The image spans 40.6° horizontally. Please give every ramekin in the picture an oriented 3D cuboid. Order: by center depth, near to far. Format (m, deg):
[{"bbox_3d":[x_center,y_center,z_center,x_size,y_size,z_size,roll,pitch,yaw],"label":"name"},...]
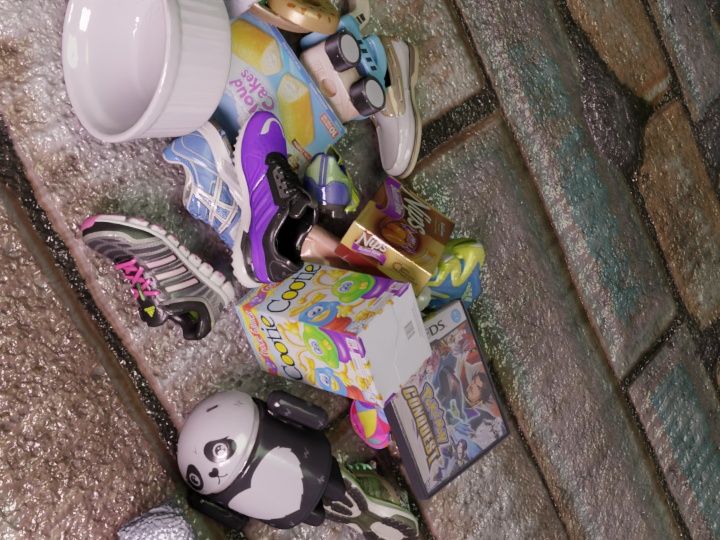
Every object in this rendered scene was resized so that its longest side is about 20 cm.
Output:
[{"bbox_3d":[-0.225,-0.237,1.036,0.097,0.199,0.204,-4,87,-48],"label":"ramekin"}]

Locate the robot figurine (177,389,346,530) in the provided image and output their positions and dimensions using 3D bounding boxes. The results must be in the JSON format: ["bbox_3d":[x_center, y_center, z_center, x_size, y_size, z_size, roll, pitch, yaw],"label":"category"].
[{"bbox_3d":[-0.112,0.219,1.106,0.199,0.124,0.152,32,67,-26],"label":"robot figurine"}]

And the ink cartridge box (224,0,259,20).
[{"bbox_3d":[-0.202,-0.360,1.065,0.200,0.199,0.041,51,57,-23],"label":"ink cartridge box"}]

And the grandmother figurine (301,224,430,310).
[{"bbox_3d":[0.000,0.000,1.234,0.198,0.061,0.122,27,59,-12],"label":"grandmother figurine"}]

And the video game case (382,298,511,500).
[{"bbox_3d":[0.104,0.162,1.257,0.180,0.025,0.202,-27,99,-40],"label":"video game case"}]

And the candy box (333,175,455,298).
[{"bbox_3d":[0.049,-0.042,1.241,0.116,0.057,0.200,35,27,0],"label":"candy box"}]

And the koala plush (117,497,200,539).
[{"bbox_3d":[-0.237,0.349,0.991,0.199,0.184,0.179,-33,96,-16],"label":"koala plush"}]

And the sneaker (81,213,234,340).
[{"bbox_3d":[-0.227,0.013,1.075,0.199,0.073,0.088,37,56,-36],"label":"sneaker"}]

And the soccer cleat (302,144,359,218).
[{"bbox_3d":[-0.033,-0.111,1.193,0.064,0.200,0.085,5,98,3],"label":"soccer cleat"}]

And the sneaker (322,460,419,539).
[{"bbox_3d":[-0.005,0.277,1.247,0.200,0.077,0.089,42,29,-27],"label":"sneaker"}]

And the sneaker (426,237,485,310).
[{"bbox_3d":[0.100,0.030,1.349,0.198,0.075,0.107,-21,109,-29],"label":"sneaker"}]

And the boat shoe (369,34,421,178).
[{"bbox_3d":[0.038,-0.226,1.336,0.068,0.074,0.203,11,69,-34],"label":"boat shoe"}]

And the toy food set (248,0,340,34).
[{"bbox_3d":[-0.112,-0.364,1.182,0.196,0.049,0.201,28,35,-21],"label":"toy food set"}]

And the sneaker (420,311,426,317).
[{"bbox_3d":[0.019,0.096,1.270,0.199,0.079,0.079,-24,100,-38],"label":"sneaker"}]

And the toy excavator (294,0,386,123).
[{"bbox_3d":[-0.017,-0.309,1.295,0.196,0.099,0.200,60,39,-17],"label":"toy excavator"}]

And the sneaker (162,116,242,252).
[{"bbox_3d":[-0.167,-0.076,1.152,0.076,0.076,0.202,-26,104,-13],"label":"sneaker"}]

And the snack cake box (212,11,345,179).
[{"bbox_3d":[-0.121,-0.212,1.199,0.201,0.067,0.115,54,54,-20],"label":"snack cake box"}]

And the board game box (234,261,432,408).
[{"bbox_3d":[-0.033,0.068,1.136,0.103,0.198,0.106,-43,128,-34],"label":"board game box"}]

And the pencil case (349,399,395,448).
[{"bbox_3d":[0.078,0.175,1.300,0.198,0.088,0.090,-13,92,-43],"label":"pencil case"}]

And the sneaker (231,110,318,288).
[{"bbox_3d":[-0.087,-0.084,1.094,0.069,0.099,0.203,9,78,-50],"label":"sneaker"}]
